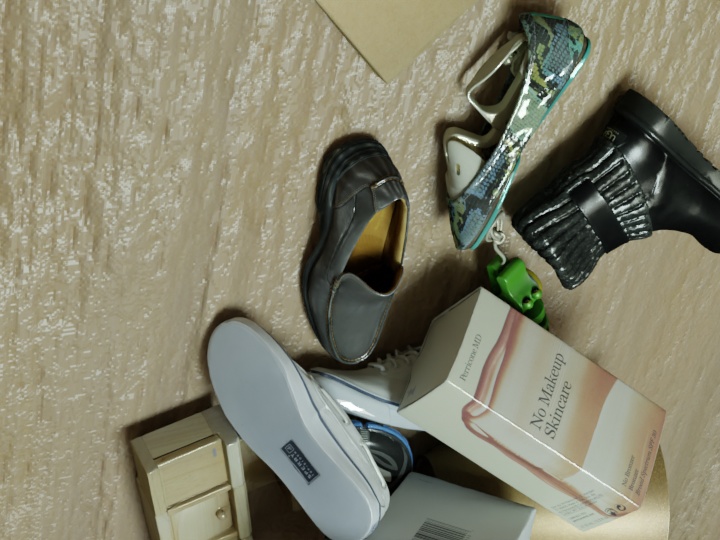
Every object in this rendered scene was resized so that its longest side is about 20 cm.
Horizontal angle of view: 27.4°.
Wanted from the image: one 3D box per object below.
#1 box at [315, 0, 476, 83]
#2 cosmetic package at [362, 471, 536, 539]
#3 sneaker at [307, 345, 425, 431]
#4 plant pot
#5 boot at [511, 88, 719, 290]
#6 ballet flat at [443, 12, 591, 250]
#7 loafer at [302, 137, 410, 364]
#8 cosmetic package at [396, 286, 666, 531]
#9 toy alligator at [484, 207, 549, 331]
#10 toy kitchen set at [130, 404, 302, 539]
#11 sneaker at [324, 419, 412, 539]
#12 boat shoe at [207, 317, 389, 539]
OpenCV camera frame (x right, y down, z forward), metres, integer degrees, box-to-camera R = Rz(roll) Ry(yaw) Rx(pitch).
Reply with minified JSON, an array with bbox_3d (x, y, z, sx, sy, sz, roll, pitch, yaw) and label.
[{"bbox_3d":[0.024,-0.244,1.008,0.163,0.021,0.200,-43,135,4],"label":"box"},{"bbox_3d":[0.047,0.306,1.205,0.199,0.122,0.202,-37,137,-63],"label":"cosmetic package"},{"bbox_3d":[0.036,0.097,1.261,0.198,0.073,0.072,15,87,-36],"label":"sneaker"},{"bbox_3d":[0.153,0.209,1.348,0.197,0.187,0.188,-2,126,-16],"label":"plant pot"},{"bbox_3d":[0.232,-0.038,1.257,0.211,0.079,0.158,38,93,-34],"label":"boot"},{"bbox_3d":[0.102,-0.111,1.142,0.074,0.074,0.201,12,115,-38],"label":"ballet flat"},{"bbox_3d":[0.000,0.000,1.147,0.072,0.072,0.202,-16,132,-22],"label":"loafer"},{"bbox_3d":[0.143,0.116,1.217,0.199,0.104,0.087,32,146,-13],"label":"cosmetic package"},{"bbox_3d":[0.134,0.027,1.245,0.059,0.054,0.201,-44,148,-23],"label":"toy alligator"},{"bbox_3d":[-0.071,0.229,1.204,0.162,0.181,0.201,-21,137,-18],"label":"toy kitchen set"},{"bbox_3d":[0.006,0.214,1.284,0.070,0.083,0.202,6,125,5],"label":"sneaker"},{"bbox_3d":[-0.048,0.122,1.169,0.073,0.201,0.065,-31,180,26],"label":"boat shoe"}]
